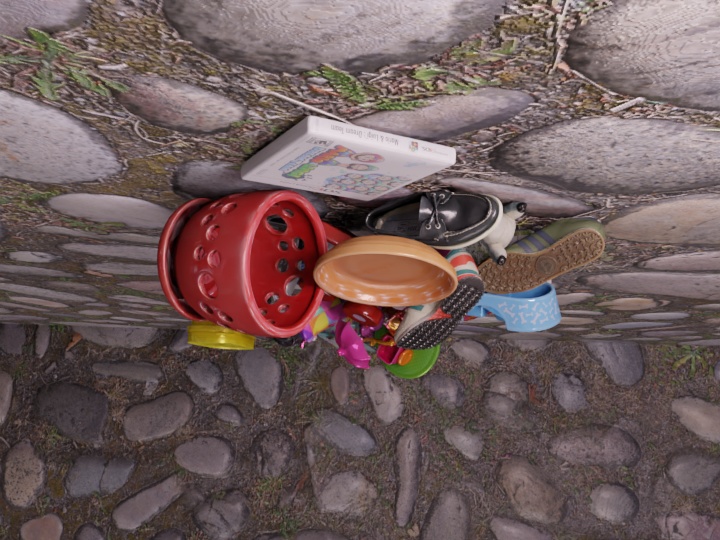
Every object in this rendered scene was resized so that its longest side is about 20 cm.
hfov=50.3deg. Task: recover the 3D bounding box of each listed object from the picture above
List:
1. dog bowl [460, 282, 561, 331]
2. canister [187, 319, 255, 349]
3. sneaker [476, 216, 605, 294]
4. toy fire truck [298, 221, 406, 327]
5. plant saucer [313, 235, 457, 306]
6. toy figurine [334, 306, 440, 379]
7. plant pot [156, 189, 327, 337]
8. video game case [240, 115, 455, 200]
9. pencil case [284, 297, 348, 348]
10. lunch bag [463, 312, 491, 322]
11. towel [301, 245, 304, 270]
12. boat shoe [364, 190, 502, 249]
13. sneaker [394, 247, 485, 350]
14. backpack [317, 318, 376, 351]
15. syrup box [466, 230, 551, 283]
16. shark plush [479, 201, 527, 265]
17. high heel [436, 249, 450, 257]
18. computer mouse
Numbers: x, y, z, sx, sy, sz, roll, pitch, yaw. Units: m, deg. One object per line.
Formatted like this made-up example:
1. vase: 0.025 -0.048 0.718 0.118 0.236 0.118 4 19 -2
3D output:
1. dog bowl: 0.213 0.044 1.197 0.199 0.050 0.111 8 -157 30
2. canister: -0.224 0.026 1.279 0.086 0.201 0.149 1 170 10
3. sneaker: 0.270 -0.026 1.139 0.200 0.067 0.090 -22 -165 30
4. toy fire truck: 0.000 0.000 1.204 0.199 0.113 0.168 29 163 -6
5. plant saucer: 0.035 0.000 1.060 0.199 0.038 0.200 4 159 2
6. toy figurine: 0.040 0.101 1.341 0.150 0.201 0.184 37 -159 34
7. plant pot: -0.170 -0.010 1.074 0.182 0.202 0.200 0 170 29
8. video game case: -0.020 -0.123 0.888 0.181 0.024 0.200 7 169 -28
9. pencil case: -0.042 0.055 1.377 0.199 0.089 0.088 -30 179 -16
10. lunch bag: 0.219 0.048 1.459 0.199 0.082 0.176 -16 -172 -20
11. towel: -0.105 -0.004 1.399 0.111 0.049 0.200 0 170 14
12. boat shoe: 0.089 -0.072 1.015 0.199 0.075 0.066 1 164 42
13. sneaker: 0.115 0.042 1.175 0.070 0.094 0.200 14 136 -25
14. backpack: -0.023 0.073 1.597 0.153 0.177 0.200 28 159 -30
15. syrup box: 0.215 -0.014 1.300 0.199 0.079 0.081 -5 168 38
16. shark plush: 0.182 -0.075 1.116 0.083 0.091 0.200 21 -168 4
17. high heel: 0.094 -0.056 1.187 0.096 0.068 0.200 -26 150 13
18. computer mouse: -0.126 0.012 1.197 0.109 0.201 0.044 14 -175 28
